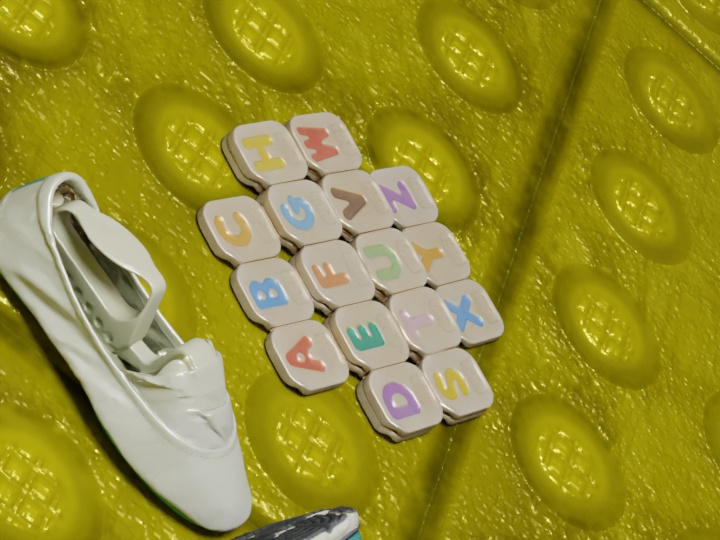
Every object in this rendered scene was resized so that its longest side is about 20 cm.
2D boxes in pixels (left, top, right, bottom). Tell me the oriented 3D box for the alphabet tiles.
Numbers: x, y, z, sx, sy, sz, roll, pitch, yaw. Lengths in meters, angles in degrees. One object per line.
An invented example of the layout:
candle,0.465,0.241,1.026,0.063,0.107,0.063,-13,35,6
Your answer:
alphabet tiles,0.000,0.000,1.455,0.195,0.015,0.201,-12,69,-50

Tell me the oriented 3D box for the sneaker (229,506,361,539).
sneaker,-0.054,0.181,1.213,0.080,0.077,0.200,61,38,-18

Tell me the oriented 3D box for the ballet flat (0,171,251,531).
ballet flat,-0.109,0.036,1.268,0.200,0.069,0.069,53,37,4
